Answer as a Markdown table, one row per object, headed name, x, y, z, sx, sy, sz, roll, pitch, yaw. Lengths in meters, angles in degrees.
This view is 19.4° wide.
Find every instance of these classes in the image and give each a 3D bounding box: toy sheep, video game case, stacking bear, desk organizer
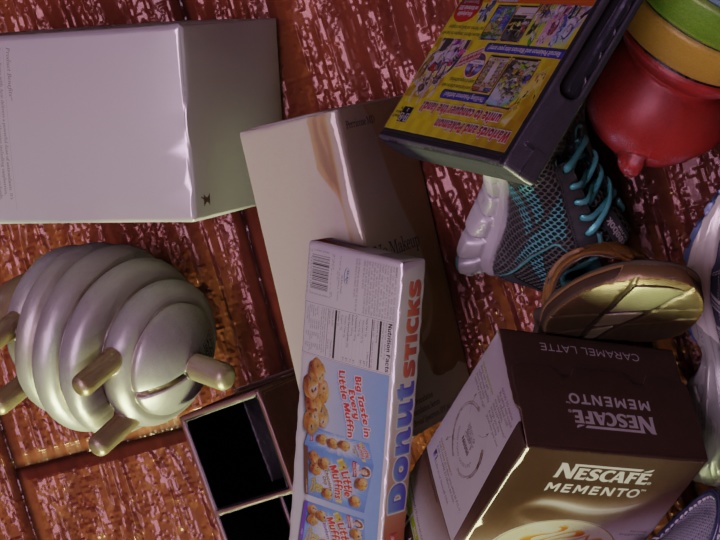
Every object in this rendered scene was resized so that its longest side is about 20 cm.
| name | x | y | z | sx | sy | sz | roll | pitch | yaw |
| --- | --- | --- | --- | --- | --- | --- | --- | --- | --- |
| toy sheep | -0.162 | 0.047 | 1.361 | 0.199 | 0.138 | 0.139 | 21 | 109 | 31 |
| video game case | 0.095 | -0.136 | 1.135 | 0.025 | 0.200 | 0.181 | 32 | 87 | -19 |
| stacking bear | 0.192 | -0.142 | 1.150 | 0.113 | 0.122 | 0.201 | 13 | 128 | -20 |
| desk organizer | -0.039 | 0.168 | 1.349 | 0.071 | 0.077 | 0.201 | -20 | 90 | 30 |

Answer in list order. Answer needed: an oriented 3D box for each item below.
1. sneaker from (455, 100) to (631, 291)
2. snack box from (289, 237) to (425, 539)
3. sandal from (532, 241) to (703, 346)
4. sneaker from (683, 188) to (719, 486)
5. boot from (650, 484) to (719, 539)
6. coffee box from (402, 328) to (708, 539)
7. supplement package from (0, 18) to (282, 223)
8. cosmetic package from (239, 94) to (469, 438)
| name | x | y | z | sx | sy | sz | roll | pitch | yaw |
| --- | --- | --- | --- | --- | --- | --- | --- | --- | --- |
| sneaker | 0.116 | -0.048 | 1.197 | 0.091 | 0.078 | 0.200 | 26 | 153 | 9 |
| snack box | -0.004 | 0.086 | 1.220 | 0.072 | 0.024 | 0.201 | 13 | 104 | 37 |
| sandal | 0.136 | 0.013 | 1.179 | 0.080 | 0.200 | 0.054 | 3 | 79 | -5 |
| sneaker | 0.231 | 0.035 | 1.172 | 0.085 | 0.077 | 0.201 | 14 | 123 | 32 |
| boot | 0.147 | 0.186 | 1.168 | 0.090 | 0.073 | 0.201 | 17 | 124 | -11 |
| coffee box | 0.098 | 0.130 | 1.204 | 0.200 | 0.114 | 0.080 | 117 | 152 | -45 |
| supplement package | -0.162 | -0.095 | 1.341 | 0.199 | 0.120 | 0.122 | 1 | 98 | 28 |
| cosmetic package | 0.000 | 0.000 | 1.283 | 0.071 | 0.105 | 0.201 | -11 | 96 | 28 |
